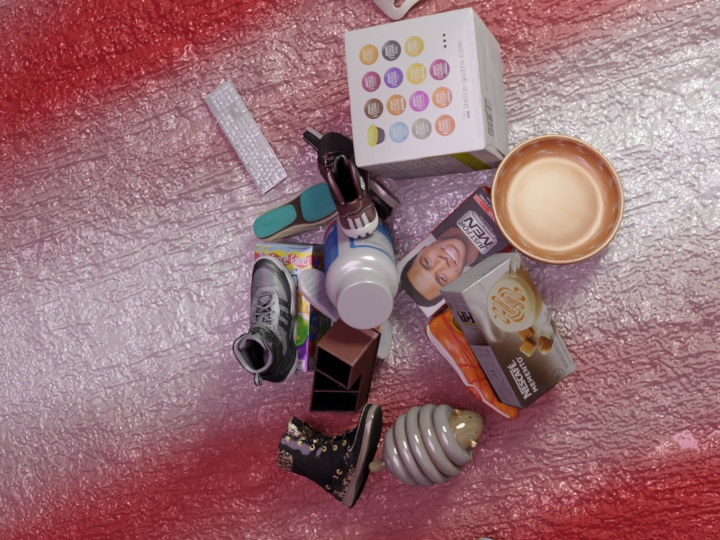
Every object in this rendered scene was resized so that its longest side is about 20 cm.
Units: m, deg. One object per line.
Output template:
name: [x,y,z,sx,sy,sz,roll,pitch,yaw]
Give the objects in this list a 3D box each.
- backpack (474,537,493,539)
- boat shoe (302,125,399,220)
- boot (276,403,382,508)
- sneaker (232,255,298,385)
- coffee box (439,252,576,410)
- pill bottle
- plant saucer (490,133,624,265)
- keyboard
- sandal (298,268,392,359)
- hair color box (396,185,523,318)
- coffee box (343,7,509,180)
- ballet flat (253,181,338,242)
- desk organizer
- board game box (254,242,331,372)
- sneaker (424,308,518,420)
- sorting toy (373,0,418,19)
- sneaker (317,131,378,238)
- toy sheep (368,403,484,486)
backpack: [0.212,0.505,1.480,0.163,0.153,0.200,-50,64,20]
boat shoe: [-0.027,-0.153,1.573,0.200,0.074,0.060,42,99,5]
boot: [-0.051,0.278,1.564,0.150,0.073,0.201,22,124,13]
sneaker: [-0.146,0.077,1.485,0.075,0.114,0.202,-6,90,18]
coffee box: [0.218,0.088,1.433,0.114,0.080,0.201,-31,101,-18]
pill bottle: [0.000,0.000,1.470,0.111,0.201,0.113,-1,121,-2]
plant saucer: [0.291,-0.103,1.448,0.198,0.037,0.202,0,77,-1]
keyboard: [-0.196,-0.229,1.659,0.056,0.011,0.201,-34,81,17]
sandal: [-0.032,0.069,1.549,0.206,0.080,0.059,40,139,-24]
hair color box: [0.153,-0.028,1.517,0.200,0.061,0.102,-44,79,16]
coffee box: [0.103,-0.253,1.454,0.196,0.200,0.202,-6,88,19]
ballet flat: [-0.087,-0.094,1.586,0.199,0.069,0.070,-16,86,32]
desk organizer: [-0.027,0.161,1.515,0.071,0.077,0.201,30,144,16]
board game box: [-0.110,0.057,1.587,0.102,0.105,0.202,3,93,19]
sneaker: [0.183,0.145,1.508,0.077,0.073,0.200,-39,82,5]
sorting toy: [0.059,-0.503,1.533,0.199,0.107,0.181,-29,101,18]
sneaker: [-0.025,-0.155,1.445,0.075,0.116,0.201,-22,57,0]
toy sheep: [0.102,0.273,1.505,0.199,0.138,0.139,-32,81,17]
